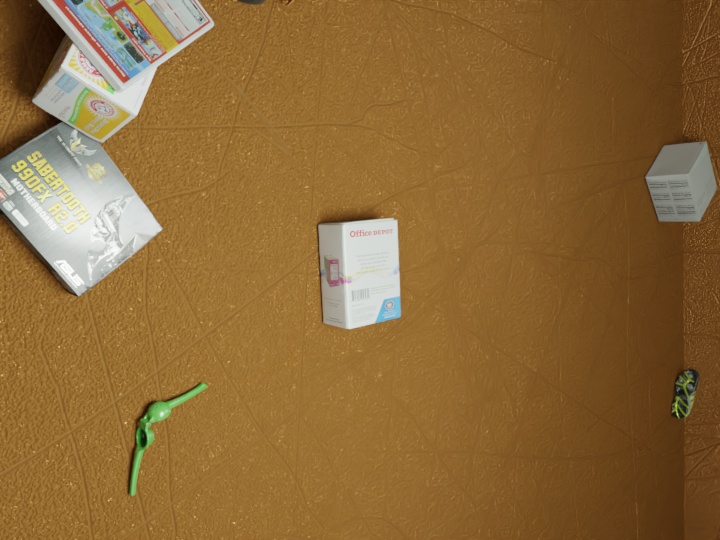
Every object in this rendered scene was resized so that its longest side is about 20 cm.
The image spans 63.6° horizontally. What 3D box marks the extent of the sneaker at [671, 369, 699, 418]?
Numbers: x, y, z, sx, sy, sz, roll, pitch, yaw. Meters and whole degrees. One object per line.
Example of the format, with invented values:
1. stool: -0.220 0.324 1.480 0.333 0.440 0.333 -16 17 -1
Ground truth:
1. sneaker: 1.286 0.487 2.301 0.076 0.075 0.202 17 93 -47

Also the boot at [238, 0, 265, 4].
1. boot: -0.230 -0.503 0.924 0.199 0.073 0.076 23 69 -37

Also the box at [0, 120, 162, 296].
1. box: -0.404 -0.090 0.817 0.158 0.048 0.201 -45 120 -28

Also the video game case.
1. video game case: -0.294 -0.337 0.748 0.143 0.017 0.201 52 47 -23

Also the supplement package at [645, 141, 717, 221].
1. supplement package: 1.130 -0.310 2.044 0.191 0.146 0.201 -49 122 -26

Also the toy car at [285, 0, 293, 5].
1. toy car: -0.078 -0.550 0.993 0.183 0.177 0.202 17 95 -29

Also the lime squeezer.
1. lime squeezer: -0.328 0.254 0.928 0.201 0.037 0.071 -59 157 -21

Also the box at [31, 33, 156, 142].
1. box: -0.339 -0.295 0.785 0.101 0.112 0.202 31 59 -38

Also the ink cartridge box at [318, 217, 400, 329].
1. ink cartridge box: 0.000 0.000 1.146 0.144 0.084 0.202 -8 100 -40
